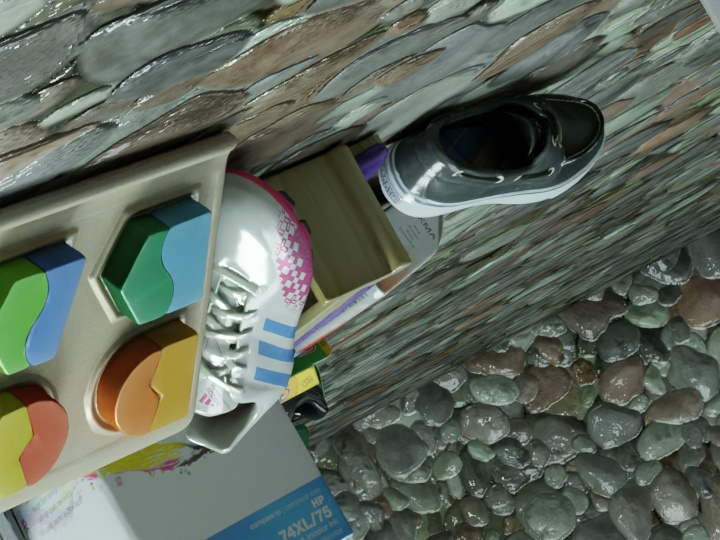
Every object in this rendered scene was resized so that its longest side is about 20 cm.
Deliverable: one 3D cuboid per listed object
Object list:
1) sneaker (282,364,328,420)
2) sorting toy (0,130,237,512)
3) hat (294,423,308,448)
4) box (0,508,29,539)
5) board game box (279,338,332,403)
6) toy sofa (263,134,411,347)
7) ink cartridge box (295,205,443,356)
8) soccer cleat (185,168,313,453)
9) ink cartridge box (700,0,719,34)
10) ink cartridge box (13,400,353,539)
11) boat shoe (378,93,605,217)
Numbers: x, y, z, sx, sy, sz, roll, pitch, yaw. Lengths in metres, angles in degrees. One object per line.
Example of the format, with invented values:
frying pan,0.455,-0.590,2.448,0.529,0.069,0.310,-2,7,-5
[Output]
sneaker,-0.108,0.139,2.051,0.199,0.084,0.077,-25,171,-31
sorting toy,-0.139,0.038,1.092,0.185,0.036,0.201,-23,138,-42
hat,-0.184,0.253,2.816,0.201,0.175,0.166,-68,164,5
box,-0.269,0.165,1.496,0.060,0.117,0.200,-25,174,-8
board game box,-0.123,0.084,1.603,0.199,0.096,0.030,-29,135,-10
toy sofa,-0.042,0.001,1.358,0.097,0.083,0.200,-23,171,-33
ink cartridge box,0.000,0.000,1.535,0.162,0.050,0.200,-35,178,38
soccer cleat,-0.069,0.030,1.225,0.200,0.070,0.087,91,24,-54
ink cartridge box,0.307,-0.155,1.249,0.199,0.177,0.045,-31,173,22
ink cartridge box,-0.135,0.135,1.459,0.146,0.201,0.147,-26,173,-33
boat shoe,0.097,-0.079,1.409,0.199,0.069,0.057,-19,168,-43
